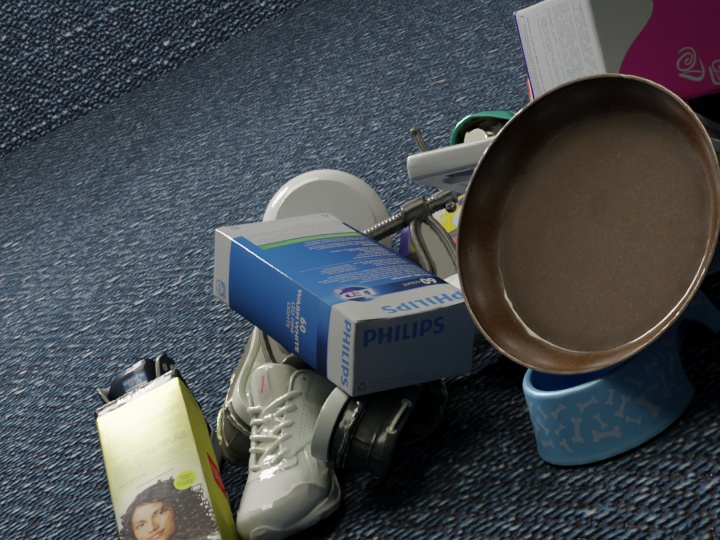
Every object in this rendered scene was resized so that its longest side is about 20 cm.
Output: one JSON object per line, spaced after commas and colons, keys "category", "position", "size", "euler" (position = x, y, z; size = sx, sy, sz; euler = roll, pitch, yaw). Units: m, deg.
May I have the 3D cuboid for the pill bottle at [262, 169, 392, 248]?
{"category": "pill bottle", "position": [-0.028, -0.027, 1.557], "size": [0.112, 0.112, 0.200], "euler": [-28, -3, -1]}

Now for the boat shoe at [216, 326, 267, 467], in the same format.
{"category": "boat shoe", "position": [-0.068, 0.087, 1.454], "size": [0.060, 0.072, 0.202], "euler": [-60, 1, 28]}

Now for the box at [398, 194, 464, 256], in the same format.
{"category": "box", "position": [0.131, -0.045, 1.570], "size": [0.200, 0.048, 0.117], "euler": [-22, 18, 11]}

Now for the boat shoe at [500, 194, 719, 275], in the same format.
{"category": "boat shoe", "position": [0.178, -0.013, 1.212], "size": [0.200, 0.070, 0.066], "euler": [-20, -4, 38]}

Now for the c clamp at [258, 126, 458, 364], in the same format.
{"category": "c clamp", "position": [0.000, 0.000, 1.421], "size": [0.200, 0.027, 0.171], "euler": [-31, 57, 1]}

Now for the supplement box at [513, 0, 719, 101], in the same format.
{"category": "supplement box", "position": [0.197, -0.170, 1.365], "size": [0.101, 0.104, 0.200], "euler": [-14, 3, -8]}

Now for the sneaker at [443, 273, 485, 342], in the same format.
{"category": "sneaker", "position": [0.153, -0.003, 1.336], "size": [0.200, 0.074, 0.116], "euler": [-32, 10, -21]}

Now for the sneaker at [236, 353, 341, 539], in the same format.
{"category": "sneaker", "position": [-0.057, 0.120, 1.288], "size": [0.078, 0.099, 0.200], "euler": [-21, 18, 20]}

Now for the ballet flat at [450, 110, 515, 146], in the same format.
{"category": "ballet flat", "position": [0.145, -0.092, 1.485], "size": [0.070, 0.067, 0.200], "euler": [-8, 15, -36]}

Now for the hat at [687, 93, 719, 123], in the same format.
{"category": "hat", "position": [0.357, -0.175, 1.393], "size": [0.176, 0.166, 0.200], "euler": [-33, 18, -15]}

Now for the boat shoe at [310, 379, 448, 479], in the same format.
{"category": "boat shoe", "position": [0.029, 0.099, 1.288], "size": [0.060, 0.076, 0.200], "euler": [22, 26, 16]}

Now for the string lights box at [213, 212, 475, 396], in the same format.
{"category": "string lights box", "position": [-0.015, 0.019, 1.298], "size": [0.103, 0.059, 0.200], "euler": [-9, 24, -31]}

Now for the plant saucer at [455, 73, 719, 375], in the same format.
{"category": "plant saucer", "position": [0.151, -0.028, 1.165], "size": [0.200, 0.201, 0.032], "euler": [-15, -22, 36]}

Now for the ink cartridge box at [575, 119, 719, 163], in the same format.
{"category": "ink cartridge box", "position": [0.219, -0.057, 1.282], "size": [0.109, 0.050, 0.200], "euler": [-14, -14, 38]}

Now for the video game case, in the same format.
{"category": "video game case", "position": [0.163, -0.084, 1.331], "size": [0.200, 0.023, 0.182], "euler": [-12, -9, 28]}

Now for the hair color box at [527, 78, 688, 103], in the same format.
{"category": "hair color box", "position": [0.250, -0.147, 1.572], "size": [0.200, 0.061, 0.102], "euler": [-10, 20, 7]}

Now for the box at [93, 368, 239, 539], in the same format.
{"category": "box", "position": [-0.133, 0.160, 1.260], "size": [0.075, 0.050, 0.200], "euler": [-28, 38, 2]}

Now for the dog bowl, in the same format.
{"category": "dog bowl", "position": [0.173, 0.055, 1.208], "size": [0.111, 0.050, 0.200], "euler": [-17, 20, 31]}

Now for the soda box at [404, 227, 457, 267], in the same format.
{"category": "soda box", "position": [0.073, 0.012, 1.465], "size": [0.200, 0.063, 0.071], "euler": [-29, 16, -4]}

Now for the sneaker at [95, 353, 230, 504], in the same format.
{"category": "sneaker", "position": [-0.154, 0.135, 1.380], "size": [0.070, 0.109, 0.200], "euler": [-27, 17, 4]}
